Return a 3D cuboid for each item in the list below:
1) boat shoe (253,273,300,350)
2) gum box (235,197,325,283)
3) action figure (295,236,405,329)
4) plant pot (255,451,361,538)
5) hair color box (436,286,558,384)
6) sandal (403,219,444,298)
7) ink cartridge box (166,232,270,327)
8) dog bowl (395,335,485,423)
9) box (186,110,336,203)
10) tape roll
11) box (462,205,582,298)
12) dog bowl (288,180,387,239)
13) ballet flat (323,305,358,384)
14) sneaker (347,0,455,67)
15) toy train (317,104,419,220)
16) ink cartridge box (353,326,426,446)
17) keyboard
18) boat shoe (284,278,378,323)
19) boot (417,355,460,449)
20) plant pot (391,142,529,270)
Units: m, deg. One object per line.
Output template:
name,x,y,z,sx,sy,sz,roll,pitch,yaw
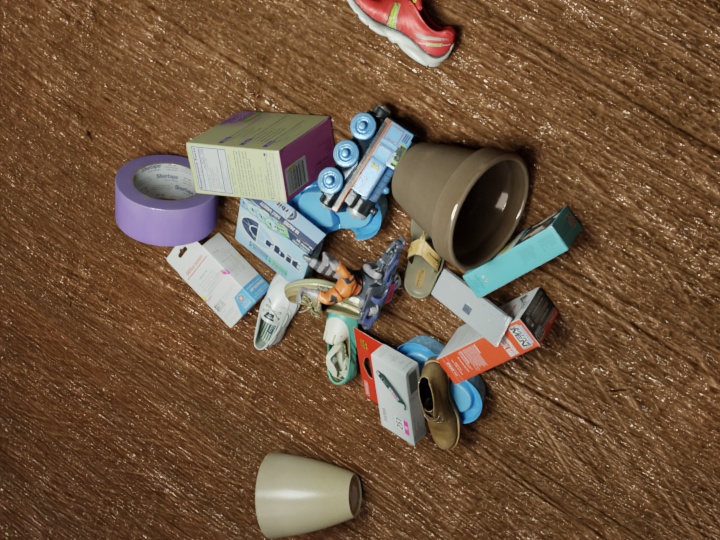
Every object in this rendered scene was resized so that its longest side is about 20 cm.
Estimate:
boat shoe,-0.171,0.087,1.912,0.073,0.067,0.201,27,129,15
gum box,-0.156,-0.064,1.777,0.169,0.045,0.200,39,156,7
action figure,0.000,0.000,1.691,0.201,0.192,0.105,-63,38,26
plant pot,-0.104,0.497,2.062,0.198,0.188,0.189,-3,116,18
hair color box,0.240,0.116,1.642,0.199,0.111,0.064,-33,99,41
sandal,0.112,-0.025,1.674,0.080,0.054,0.202,24,127,18
ink cartridge box,-0.295,0.006,1.940,0.200,0.068,0.115,46,131,-1
dog bowl,0.154,0.204,1.790,0.199,0.050,0.112,38,131,6
box,-0.174,-0.206,1.664,0.198,0.176,0.098,9,122,27
tape roll,-0.375,-0.139,1.817,0.199,0.200,0.086,25,128,17
box,0.268,-0.029,1.556,0.199,0.082,0.049,-33,97,40
dog bowl,-0.039,-0.119,1.707,0.198,0.050,0.113,4,119,31
ballet flat,-0.041,0.145,1.863,0.067,0.070,0.202,14,123,28
sneaker,0.065,-0.407,1.473,0.199,0.077,0.085,35,119,1
toy train,0.011,-0.178,1.585,0.114,0.087,0.201,34,100,11
ink cartridge box,0.046,0.225,1.824,0.173,0.043,0.201,26,140,36
keyboard,0.190,0.061,1.625,0.200,0.011,0.057,41,115,50
boat shoe,-0.056,0.059,1.791,0.198,0.063,0.073,4,158,17
boot,0.140,0.265,1.755,0.073,0.075,0.202,4,120,28
plant pot,0.149,-0.128,1.521,0.174,0.199,0.202,34,133,35
